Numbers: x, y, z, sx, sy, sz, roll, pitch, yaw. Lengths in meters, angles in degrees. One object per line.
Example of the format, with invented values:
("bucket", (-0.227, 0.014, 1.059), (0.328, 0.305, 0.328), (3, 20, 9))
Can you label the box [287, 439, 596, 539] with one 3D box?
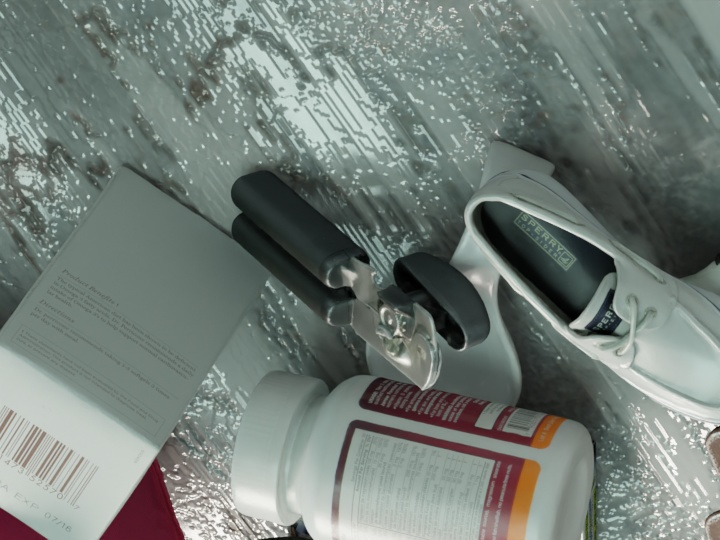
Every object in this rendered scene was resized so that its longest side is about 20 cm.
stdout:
("box", (0.050, 0.145, 1.724), (0.199, 0.035, 0.110), (7, 125, 18))

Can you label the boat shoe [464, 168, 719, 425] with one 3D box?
("boat shoe", (0.138, 0.022, 1.507), (0.200, 0.065, 0.074), (35, 111, 11))

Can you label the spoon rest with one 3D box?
("spoon rest", (0.062, 0.020, 1.618), (0.099, 0.061, 0.200), (22, 127, 7))

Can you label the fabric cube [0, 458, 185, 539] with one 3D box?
("fabric cube", (-0.245, 0.199, 1.734), (0.199, 0.196, 0.200), (-34, 68, 36))

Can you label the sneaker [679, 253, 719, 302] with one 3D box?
("sneaker", (0.240, -0.006, 1.533), (0.200, 0.074, 0.080), (-15, 98, 26))

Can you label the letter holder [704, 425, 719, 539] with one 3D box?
("letter holder", (0.296, 0.104, 1.546), (0.200, 0.101, 0.142), (-10, 123, 27))

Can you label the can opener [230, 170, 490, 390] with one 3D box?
("can opener", (0.000, 0.000, 1.595), (0.200, 0.067, 0.053), (41, 141, 43))

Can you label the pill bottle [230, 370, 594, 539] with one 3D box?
("pill bottle", (0.031, 0.124, 1.629), (0.199, 0.110, 0.110), (12, 126, 17))

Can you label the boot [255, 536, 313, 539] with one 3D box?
("boot", (0.010, 0.241, 1.757), (0.203, 0.074, 0.154), (3, 148, 27))

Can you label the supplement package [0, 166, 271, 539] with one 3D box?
("supplement package", (-0.155, 0.053, 1.639), (0.117, 0.200, 0.117), (33, 128, -2))
